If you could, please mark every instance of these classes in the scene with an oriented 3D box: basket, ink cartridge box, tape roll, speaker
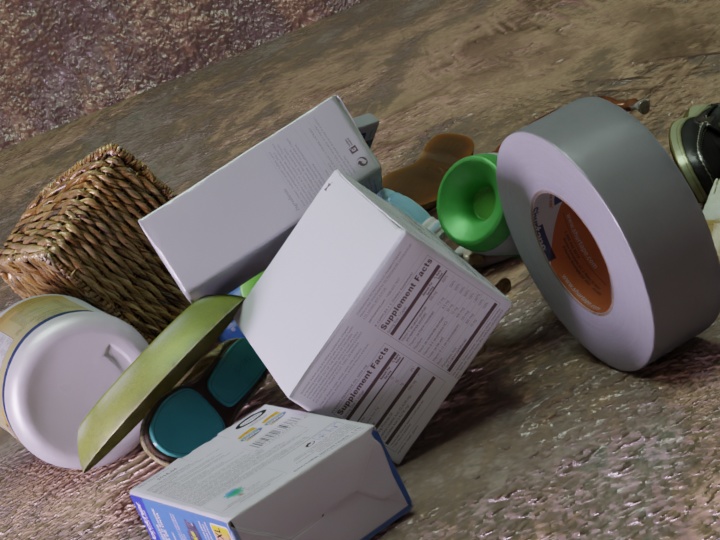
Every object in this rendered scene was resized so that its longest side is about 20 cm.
[{"bbox_3d":[-0.248,-0.009,1.998,0.143,0.200,0.149,-7,48,53],"label":"basket"},{"bbox_3d":[-0.076,0.166,1.456,0.136,0.076,0.200,-31,19,-26],"label":"ink cartridge box"},{"bbox_3d":[0.184,-0.027,1.481,0.066,0.201,0.200,-27,16,-16],"label":"tape roll"},{"bbox_3d":[0.155,-0.047,1.653,0.088,0.089,0.200,-9,-11,42],"label":"speaker"}]

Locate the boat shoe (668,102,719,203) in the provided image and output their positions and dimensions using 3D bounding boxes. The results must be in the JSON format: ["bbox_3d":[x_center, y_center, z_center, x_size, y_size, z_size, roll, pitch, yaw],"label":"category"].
[{"bbox_3d":[0.330,-0.120,1.817,0.066,0.072,0.201,-23,10,22],"label":"boat shoe"}]

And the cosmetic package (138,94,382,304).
[{"bbox_3d":[-0.082,-0.055,1.701,0.200,0.081,0.113,-31,-9,-5],"label":"cosmetic package"}]

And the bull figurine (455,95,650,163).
[{"bbox_3d":[0.186,-0.112,1.885,0.200,0.065,0.121,-33,22,-23],"label":"bull figurine"}]

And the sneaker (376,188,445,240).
[{"bbox_3d":[0.000,0.000,1.756,0.200,0.082,0.074,-51,-9,37],"label":"sneaker"}]

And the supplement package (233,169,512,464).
[{"bbox_3d":[0.004,0.032,1.568,0.156,0.111,0.200,-55,22,5],"label":"supplement package"}]

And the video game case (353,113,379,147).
[{"bbox_3d":[-0.061,-0.058,1.977,0.143,0.200,0.018,-21,53,-41],"label":"video game case"}]

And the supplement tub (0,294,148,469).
[{"bbox_3d":[-0.278,0.099,1.848,0.144,0.145,0.200,-29,16,-17],"label":"supplement tub"}]

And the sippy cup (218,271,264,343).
[{"bbox_3d":[-0.088,0.018,1.888,0.130,0.178,0.140,-35,53,-2],"label":"sippy cup"}]

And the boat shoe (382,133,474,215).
[{"bbox_3d":[0.069,-0.078,2.077,0.070,0.070,0.200,21,31,20],"label":"boat shoe"}]

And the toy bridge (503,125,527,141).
[{"bbox_3d":[0.181,-0.115,2.026,0.027,0.067,0.200,-32,18,-27],"label":"toy bridge"}]

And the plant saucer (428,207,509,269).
[{"bbox_3d":[0.134,-0.046,1.927,0.200,0.037,0.200,-22,15,6],"label":"plant saucer"}]

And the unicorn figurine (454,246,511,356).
[{"bbox_3d":[0.067,0.035,1.675,0.200,0.074,0.137,-42,12,-34],"label":"unicorn figurine"}]

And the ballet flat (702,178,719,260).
[{"bbox_3d":[0.325,-0.065,1.658,0.069,0.063,0.200,-9,21,43],"label":"ballet flat"}]

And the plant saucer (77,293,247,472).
[{"bbox_3d":[-0.174,0.087,1.666,0.200,0.031,0.200,-48,-1,-1],"label":"plant saucer"}]

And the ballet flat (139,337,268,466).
[{"bbox_3d":[-0.144,0.126,1.731,0.071,0.071,0.200,-15,19,30],"label":"ballet flat"}]
